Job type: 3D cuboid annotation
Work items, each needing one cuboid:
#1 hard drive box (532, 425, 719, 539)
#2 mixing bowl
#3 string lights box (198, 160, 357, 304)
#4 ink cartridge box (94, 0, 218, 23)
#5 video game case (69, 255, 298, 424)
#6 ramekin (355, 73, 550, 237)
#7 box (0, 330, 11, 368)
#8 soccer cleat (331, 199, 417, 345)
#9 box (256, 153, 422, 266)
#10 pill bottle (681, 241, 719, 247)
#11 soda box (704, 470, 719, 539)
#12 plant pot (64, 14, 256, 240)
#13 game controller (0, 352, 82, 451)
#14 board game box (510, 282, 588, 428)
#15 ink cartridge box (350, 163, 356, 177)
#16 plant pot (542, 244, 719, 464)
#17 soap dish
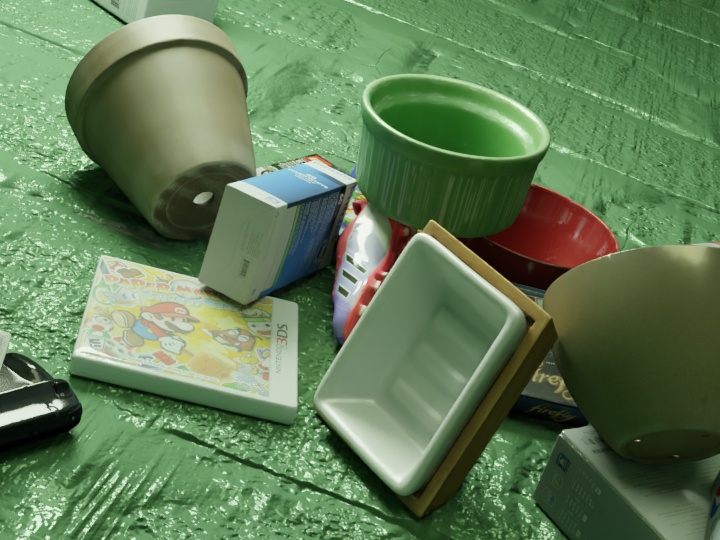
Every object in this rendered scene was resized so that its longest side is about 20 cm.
[{"bbox_3d":[0.270,0.218,1.129,0.155,0.077,0.200,-2,33,-35],"label":"hard drive box"},{"bbox_3d":[0.173,-0.011,1.456,0.198,0.109,0.201,14,28,-7],"label":"mixing bowl"},{"bbox_3d":[-0.078,-0.042,1.330,0.059,0.104,0.200,25,19,16],"label":"string lights box"},{"bbox_3d":[-0.311,-0.452,1.918,0.199,0.146,0.144,36,31,29],"label":"ink cartridge box"},{"bbox_3d":[-0.153,0.059,1.210,0.198,0.023,0.183,14,27,-10],"label":"video game case"},{"bbox_3d":[0.089,-0.118,1.377,0.198,0.099,0.201,10,30,-6],"label":"ramekin"},{"bbox_3d":[-0.290,0.119,0.929,0.041,0.039,0.201,23,40,-18],"label":"box"},{"bbox_3d":[0.000,0.000,1.347,0.076,0.067,0.201,7,47,19],"label":"soccer cleat"},{"bbox_3d":[-0.023,-0.061,1.499,0.199,0.038,0.136,33,31,25],"label":"box"},{"bbox_3d":[0.399,0.024,1.534,0.198,0.113,0.112,-5,35,-38],"label":"pill bottle"},{"bbox_3d":[0.309,0.201,1.032,0.068,0.064,0.200,23,28,9],"label":"soda box"},{"bbox_3d":[-0.191,-0.133,1.392,0.198,0.201,0.174,-2,51,-35],"label":"plant pot"},{"bbox_3d":[-0.312,0.109,1.008,0.104,0.043,0.199,21,23,38],"label":"game controller"},{"bbox_3d":[0.133,0.070,1.308,0.198,0.035,0.137,13,50,-11],"label":"board game box"},{"bbox_3d":[0.087,-0.108,1.655,0.198,0.041,0.200,20,27,1],"label":"ink cartridge box"},{"bbox_3d":[0.255,0.084,1.112,0.198,0.200,0.136,10,62,-17],"label":"plant pot"},{"bbox_3d":[0.065,0.083,1.132,0.081,0.201,0.157,21,15,-49],"label":"soap dish"}]
